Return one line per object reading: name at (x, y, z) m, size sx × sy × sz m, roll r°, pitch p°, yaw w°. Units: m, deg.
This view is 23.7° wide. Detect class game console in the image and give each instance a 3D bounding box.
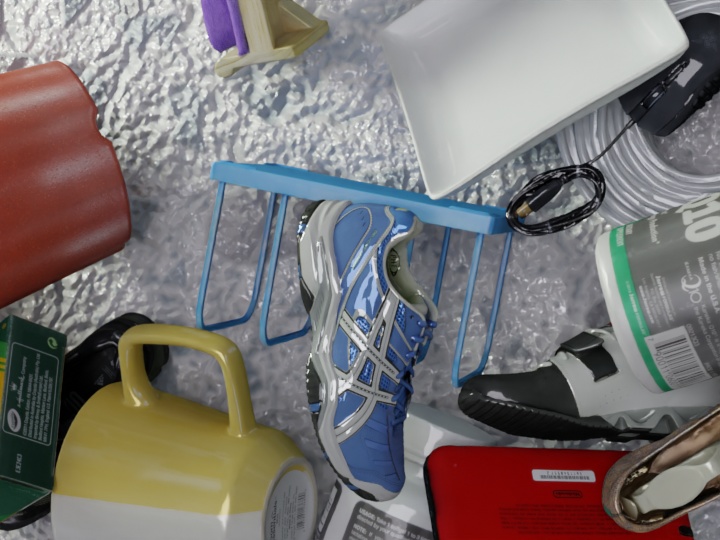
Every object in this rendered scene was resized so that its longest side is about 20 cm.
game console at (0.125, 0.223, 1.187) m, size 0.199 × 0.119 × 0.173 m, roll 4°, pitch 59°, yaw -24°

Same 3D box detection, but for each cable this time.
cable at (0.239, -0.108, 1.191) m, size 0.199 × 0.069 × 0.201 m, roll 24°, pitch 95°, yaw 14°

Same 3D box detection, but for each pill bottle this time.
pill bottle at (0.022, 0.198, 1.218) m, size 0.110 × 0.111 × 0.201 m, roll 23°, pitch 95°, yaw 13°
pill bottle at (0.261, -0.002, 1.097) m, size 0.199 × 0.113 × 0.114 m, roll -20°, pitch 85°, yaw 17°

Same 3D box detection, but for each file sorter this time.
file sorter at (0.000, 0.000, 1.214) m, size 0.199 × 0.139 × 0.123 m, roll 11°, pitch 96°, yaw 13°

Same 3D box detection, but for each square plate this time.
square plate at (0.116, -0.155, 1.189) m, size 0.198 × 0.028 × 0.201 m, roll -32°, pitch 41°, yaw 16°

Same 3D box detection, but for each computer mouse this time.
computer mouse at (0.175, -0.096, 1.142) m, size 0.059 × 0.034 × 0.200 m, roll 45°, pitch 92°, yaw 9°

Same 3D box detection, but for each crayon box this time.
crayon box at (-0.293, 0.131, 1.254) m, size 0.200 × 0.051 × 0.126 m, roll -33°, pitch 46°, yaw 41°

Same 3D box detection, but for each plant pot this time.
plant pot at (-0.282, -0.052, 1.237) m, size 0.195 × 0.201 × 0.202 m, roll -22°, pitch 83°, yaw -21°

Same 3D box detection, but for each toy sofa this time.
toy sofa at (-0.099, -0.246, 1.233) m, size 0.097 × 0.083 × 0.201 m, roll -7°, pitch 109°, yaw 20°

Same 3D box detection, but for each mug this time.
mug at (-0.120, 0.150, 1.204) m, size 0.152 × 0.187 × 0.150 m, roll 6°, pitch 51°, yaw 26°

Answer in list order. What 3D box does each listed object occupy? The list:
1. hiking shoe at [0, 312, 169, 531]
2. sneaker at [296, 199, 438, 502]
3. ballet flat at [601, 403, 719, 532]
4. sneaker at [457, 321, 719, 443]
hiking shoe at (-0.231, 0.113, 1.285) m, size 0.076 × 0.101 × 0.200 m, roll 38°, pitch 98°, yaw 12°
sneaker at (0.010, 0.052, 1.108) m, size 0.077 × 0.076 × 0.201 m, roll -5°, pitch 98°, yaw 20°
ballet flat at (0.247, 0.116, 1.120) m, size 0.200 × 0.067 × 0.068 m, roll -35°, pitch 85°, yaw 14°
sneaker at (0.160, 0.072, 1.188) m, size 0.199 × 0.074 × 0.089 m, roll 5°, pitch 75°, yaw -18°
